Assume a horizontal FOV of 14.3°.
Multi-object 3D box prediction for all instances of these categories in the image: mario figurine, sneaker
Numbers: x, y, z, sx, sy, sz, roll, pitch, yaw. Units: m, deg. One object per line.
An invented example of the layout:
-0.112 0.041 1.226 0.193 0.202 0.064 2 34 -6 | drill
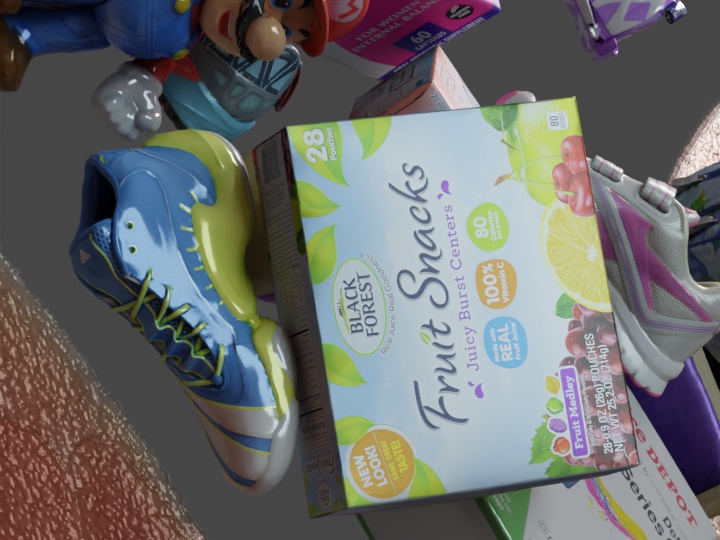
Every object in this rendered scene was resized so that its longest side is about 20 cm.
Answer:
-0.093 -0.131 1.472 0.200 0.123 0.106 -6 82 -8 | mario figurine
0.151 -0.028 1.709 0.200 0.088 0.081 56 4 -4 | sneaker
-0.103 -0.168 1.565 0.200 0.095 0.079 57 1 -14 | sneaker
-0.100 0.022 1.481 0.105 0.076 0.200 0 65 -33 | sneaker

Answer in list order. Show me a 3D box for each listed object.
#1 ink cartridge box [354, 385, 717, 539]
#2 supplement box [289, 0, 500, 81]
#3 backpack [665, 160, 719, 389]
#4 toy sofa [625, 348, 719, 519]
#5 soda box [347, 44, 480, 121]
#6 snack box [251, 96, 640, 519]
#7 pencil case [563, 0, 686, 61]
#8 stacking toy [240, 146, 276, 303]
0.101 0.140 1.628 0.145 0.087 0.200 60 31 1 | ink cartridge box
-0.023 -0.201 1.705 0.200 0.101 0.104 20 51 -44 | supplement box
0.278 -0.007 1.872 0.163 0.200 0.154 54 35 -12 | backpack
0.166 0.066 1.772 0.098 0.083 0.200 0 66 -54 | toy sofa
0.036 -0.078 1.655 0.068 0.064 0.200 56 8 -7 | soda box
0.044 0.019 1.501 0.168 0.068 0.200 -6 81 -20 | snack box
0.139 -0.241 1.975 0.085 0.084 0.200 -37 95 -33 | pencil case
0.000 0.000 1.617 0.200 0.085 0.086 28 45 -49 | stacking toy
